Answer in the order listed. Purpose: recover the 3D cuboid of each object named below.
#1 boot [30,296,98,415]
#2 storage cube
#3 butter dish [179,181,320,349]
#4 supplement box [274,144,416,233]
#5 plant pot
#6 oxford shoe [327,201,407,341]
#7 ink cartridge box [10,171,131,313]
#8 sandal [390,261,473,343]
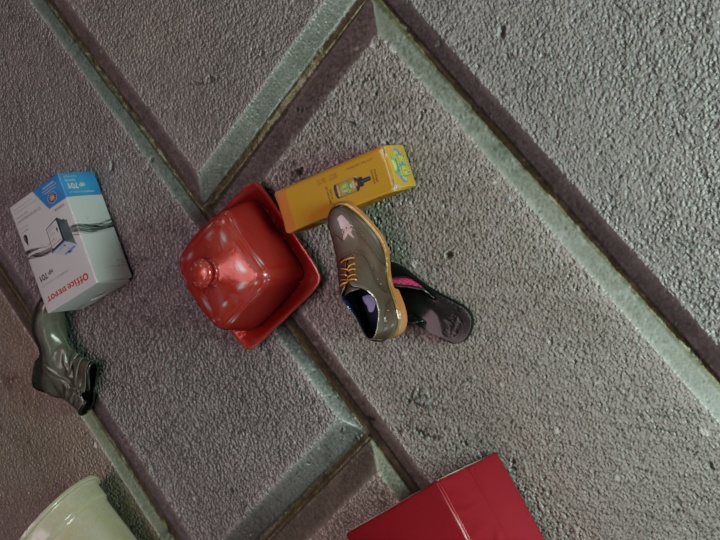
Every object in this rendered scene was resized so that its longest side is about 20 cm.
[{"bbox_3d":[-0.507,0.145,1.826,0.130,0.068,0.202,18,113,27],"label":"boot"},{"bbox_3d":[0.124,0.370,1.372,0.200,0.170,0.181,-38,74,31],"label":"storage cube"},{"bbox_3d":[-0.195,-0.001,1.551,0.199,0.147,0.201,-43,72,28],"label":"butter dish"},{"bbox_3d":[-0.023,-0.114,1.476,0.199,0.069,0.067,-19,86,35],"label":"supplement box"},{"bbox_3d":[-0.456,0.485,1.765,0.183,0.200,0.201,40,115,10],"label":"plant pot"},{"bbox_3d":[0.000,0.000,1.412,0.071,0.073,0.201,-29,82,33],"label":"oxford shoe"},{"bbox_3d":[-0.493,-0.048,1.778,0.146,0.086,0.201,-27,79,32],"label":"ink cartridge box"},{"bbox_3d":[0.064,0.042,1.448,0.199,0.045,0.076,25,108,28],"label":"sandal"}]
